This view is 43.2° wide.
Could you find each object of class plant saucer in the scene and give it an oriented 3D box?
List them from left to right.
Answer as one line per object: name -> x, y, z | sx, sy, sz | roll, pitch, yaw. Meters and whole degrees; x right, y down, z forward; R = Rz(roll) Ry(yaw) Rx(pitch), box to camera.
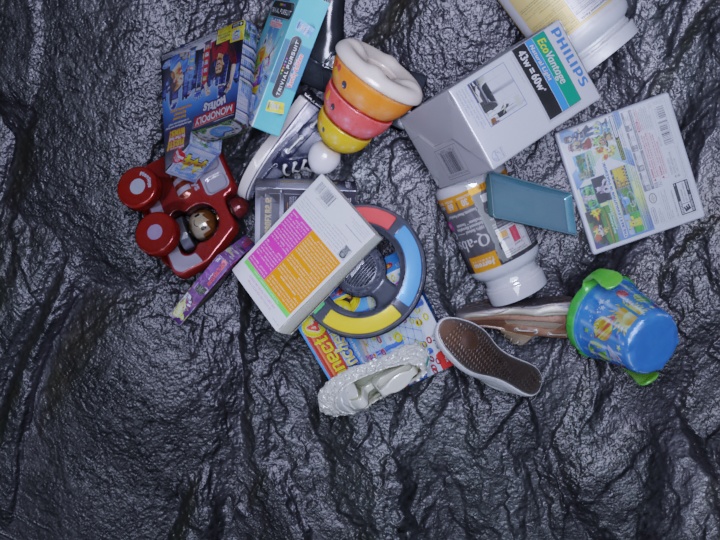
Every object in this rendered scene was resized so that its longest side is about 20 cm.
plant saucer -> 0.255, -0.097, 1.358 | 0.019, 0.199, 0.071 | -17, 71, 45

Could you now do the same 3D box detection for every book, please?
book -> -0.082, -0.025, 1.332 | 0.200, 0.048, 0.134 | -45, 67, 9

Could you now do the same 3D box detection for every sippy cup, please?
sippy cup -> 0.401, 0.088, 1.368 | 0.177, 0.130, 0.141 | 22, 97, -27

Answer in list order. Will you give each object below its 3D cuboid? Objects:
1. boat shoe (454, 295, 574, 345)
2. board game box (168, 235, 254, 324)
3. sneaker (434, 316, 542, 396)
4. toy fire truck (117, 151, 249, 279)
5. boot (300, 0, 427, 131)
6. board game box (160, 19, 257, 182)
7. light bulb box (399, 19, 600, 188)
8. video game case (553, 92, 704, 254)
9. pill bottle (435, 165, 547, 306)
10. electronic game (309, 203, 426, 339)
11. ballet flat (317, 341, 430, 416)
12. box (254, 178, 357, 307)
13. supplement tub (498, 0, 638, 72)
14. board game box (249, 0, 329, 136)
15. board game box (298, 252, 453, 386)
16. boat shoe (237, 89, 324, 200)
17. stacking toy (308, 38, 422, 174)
boat shoe -> 0.248, 0.084, 1.432 | 0.198, 0.076, 0.073 | -2, 101, 6
board game box -> -0.223, 0.011, 1.390 | 0.032, 0.200, 0.120 | 37, 101, -3
sneaker -> 0.185, 0.142, 1.428 | 0.199, 0.085, 0.073 | 34, 72, -16
toy fire truck -> -0.263, -0.099, 1.398 | 0.167, 0.112, 0.201 | -28, 71, 4
boot -> 0.011, -0.325, 1.386 | 0.198, 0.066, 0.166 | 26, 108, 3
board game box -> -0.223, -0.240, 1.336 | 0.199, 0.061, 0.202 | -7, 75, 42
light bulb box -> 0.193, -0.231, 1.292 | 0.199, 0.198, 0.126 | -33, 98, -15
video game case -> 0.415, -0.148, 1.407 | 0.181, 0.022, 0.202 | -19, 98, 7
pill bottle -> 0.203, -0.055, 1.390 | 0.115, 0.116, 0.202 | -24, 96, 8
electronic game -> 0.000, 0.000, 1.343 | 0.198, 0.042, 0.202 | -2, 80, 14
ballet flat -> 0.018, 0.175, 1.398 | 0.199, 0.072, 0.072 | -30, 96, 10
box -> -0.087, -0.039, 1.417 | 0.156, 0.048, 0.202 | 1, 112, -4
supplement tub -> 0.292, -0.388, 1.314 | 0.145, 0.145, 0.201 | -38, 95, 9
board game box -> -0.122, -0.313, 1.353 | 0.047, 0.151, 0.202 | 17, 101, -23
board game box -> 0.023, 0.099, 1.429 | 0.194, 0.056, 0.201 | -26, 115, 8
boat shoe -> -0.103, -0.174, 1.414 | 0.092, 0.075, 0.201 | 37, 100, 5
stacking toy -> -0.015, -0.220, 1.329 | 0.145, 0.146, 0.201 | 34, 114, -2
